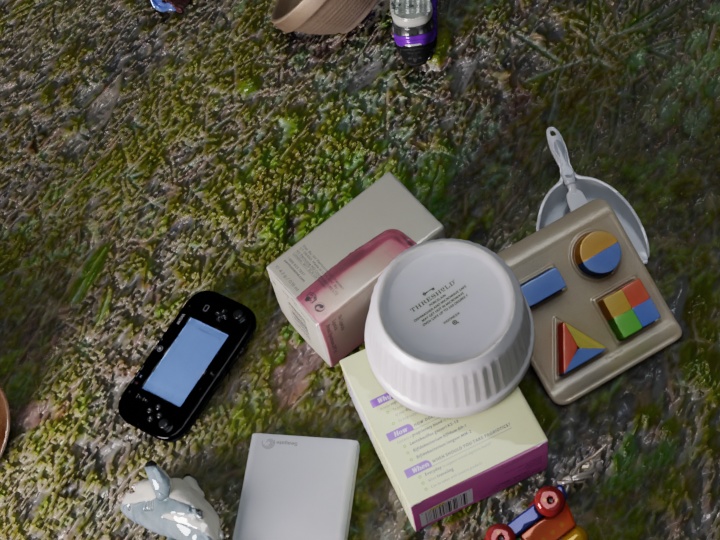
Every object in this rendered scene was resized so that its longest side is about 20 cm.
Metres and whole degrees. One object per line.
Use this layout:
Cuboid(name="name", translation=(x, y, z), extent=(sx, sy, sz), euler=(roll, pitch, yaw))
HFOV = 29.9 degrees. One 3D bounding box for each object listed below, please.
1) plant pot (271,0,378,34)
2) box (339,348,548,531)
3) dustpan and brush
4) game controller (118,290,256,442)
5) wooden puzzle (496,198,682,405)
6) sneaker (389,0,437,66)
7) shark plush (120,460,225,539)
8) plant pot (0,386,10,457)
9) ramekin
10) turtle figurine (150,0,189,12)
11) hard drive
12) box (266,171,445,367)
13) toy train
Cuboid(name="plant pot", translation=(-0.028, -0.395, 1.870), extent=(0.092, 0.200, 0.202), euler=(38, 67, -21))
Cuboid(name="box", translation=(0.097, 0.169, 1.578), extent=(0.175, 0.097, 0.201), euler=(-25, 63, -6))
Cuboid(name="dustpan and brush", translation=(0.272, -0.089, 1.711), extent=(0.138, 0.057, 0.201), euler=(-16, 62, -2))
Cuboid(name="game controller", translation=(-0.214, 0.117, 1.675), extent=(0.104, 0.042, 0.201), euler=(26, 68, 19))
Cuboid(name="wooden puzzle", translation=(0.268, 0.034, 1.628), extent=(0.184, 0.046, 0.201), euler=(-29, 81, -8))
Cuboid(name="sneaker", translation=(0.074, -0.342, 1.862), extent=(0.069, 0.100, 0.201), euler=(-4, 31, 9))
Cuboid(name="shark plush", translation=(-0.197, 0.307, 1.561), extent=(0.200, 0.091, 0.083), euler=(40, 92, 22))
Cuboid(name="plant pot", translation=(-0.559, 0.171, 1.628), extent=(0.199, 0.187, 0.187), euler=(23, 66, 34))
Cuboid(name="ramekin", translation=(0.099, 0.057, 1.528), extent=(0.200, 0.094, 0.204), euler=(-3, 62, 5))
Cuboid(name="turtle figurine", translation=(-0.227, -0.477, 1.916), extent=(0.193, 0.144, 0.202), euler=(-17, 103, -23))
Cuboid(name="hard drive", translation=(-0.078, 0.288, 1.566), extent=(0.131, 0.027, 0.201), euler=(3, 57, 9))
Cuboid(name="box", translation=(0.000, 0.000, 1.661), extent=(0.200, 0.128, 0.109), euler=(-38, 65, -12))
Cuboid(name="toy train", translation=(0.235, 0.295, 1.507), extent=(0.199, 0.085, 0.116), euler=(-34, 74, -11))
